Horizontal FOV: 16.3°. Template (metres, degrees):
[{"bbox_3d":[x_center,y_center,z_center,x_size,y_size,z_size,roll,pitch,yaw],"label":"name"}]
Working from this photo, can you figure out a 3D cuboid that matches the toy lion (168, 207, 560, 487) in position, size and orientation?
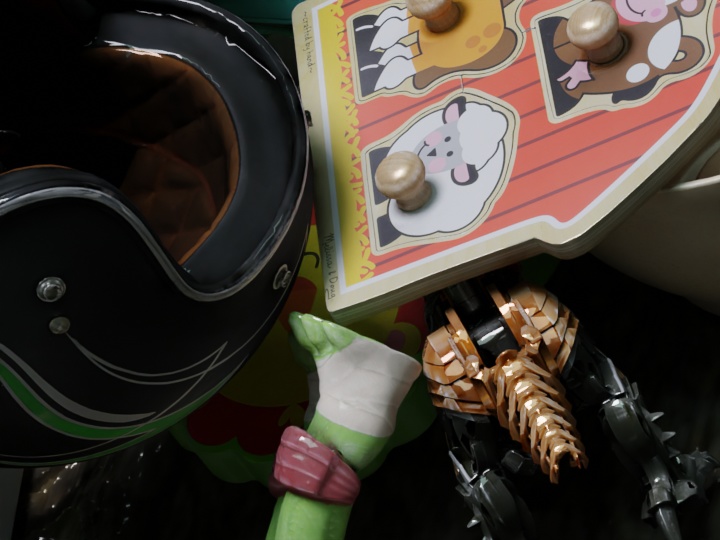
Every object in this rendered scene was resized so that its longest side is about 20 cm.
[{"bbox_3d":[0.000,0.000,1.097,0.198,0.069,0.193,-18,51,13],"label":"toy lion"}]

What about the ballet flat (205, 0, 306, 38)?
[{"bbox_3d":[0.004,-0.128,1.109,0.070,0.068,0.199,-30,35,-36],"label":"ballet flat"}]

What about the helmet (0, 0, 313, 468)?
[{"bbox_3d":[-0.119,-0.020,0.952,0.199,0.190,0.202,-14,68,37],"label":"helmet"}]

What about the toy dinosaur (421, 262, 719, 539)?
[{"bbox_3d":[0.057,0.051,0.945,0.102,0.136,0.200,-25,11,22],"label":"toy dinosaur"}]

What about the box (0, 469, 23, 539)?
[{"bbox_3d":[-0.262,0.102,1.040,0.170,0.201,0.200,-12,45,17],"label":"box"}]

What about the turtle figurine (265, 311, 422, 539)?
[{"bbox_3d":[-0.063,0.108,0.944,0.199,0.144,0.195,16,79,32],"label":"turtle figurine"}]

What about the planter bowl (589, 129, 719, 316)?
[{"bbox_3d":[0.156,-0.064,1.009,0.199,0.135,0.201,-16,44,16],"label":"planter bowl"}]

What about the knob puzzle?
[{"bbox_3d":[0.065,-0.086,0.956,0.218,0.031,0.221,-18,45,19],"label":"knob puzzle"}]

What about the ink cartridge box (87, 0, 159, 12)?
[{"bbox_3d":[-0.141,-0.197,1.040,0.144,0.084,0.201,-7,49,18],"label":"ink cartridge box"}]
